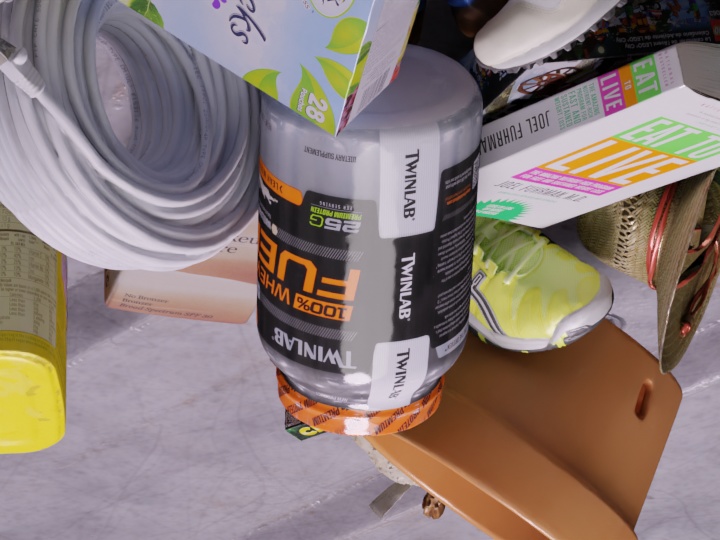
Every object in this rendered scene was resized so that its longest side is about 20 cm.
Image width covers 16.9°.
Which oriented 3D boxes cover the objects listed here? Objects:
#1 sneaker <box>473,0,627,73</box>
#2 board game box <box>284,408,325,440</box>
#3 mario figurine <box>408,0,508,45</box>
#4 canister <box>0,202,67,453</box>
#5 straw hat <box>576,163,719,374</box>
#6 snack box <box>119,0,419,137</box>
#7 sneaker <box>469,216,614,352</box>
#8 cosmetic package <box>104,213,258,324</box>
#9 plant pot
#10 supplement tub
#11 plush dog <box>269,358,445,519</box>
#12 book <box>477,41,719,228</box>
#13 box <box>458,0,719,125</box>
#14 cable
[{"bbox_3d":[0.125,-0.189,1.255,0.200,0.070,0.093,-37,98,15],"label":"sneaker"},{"bbox_3d":[0.000,0.000,1.497,0.105,0.200,0.023,-19,144,27],"label":"board game box"},{"bbox_3d":[0.018,-0.164,1.292,0.123,0.106,0.200,-44,154,-1],"label":"mario figurine"},{"bbox_3d":[-0.218,-0.007,1.465,0.086,0.201,0.149,-1,151,-4],"label":"canister"},{"bbox_3d":[0.183,-0.034,1.518,0.085,0.201,0.201,20,155,15],"label":"straw hat"},{"bbox_3d":[-0.044,-0.188,1.175,0.168,0.068,0.200,33,142,12],"label":"snack box"},{"bbox_3d":[0.072,-0.012,1.524,0.200,0.075,0.077,25,152,39],"label":"sneaker"},{"bbox_3d":[-0.090,-0.052,1.511,0.103,0.087,0.200,8,149,-15],"label":"cosmetic package"},{"bbox_3d":[0.117,0.100,1.576,0.200,0.140,0.200,35,170,7],"label":"plant pot"},{"bbox_3d":[0.003,-0.016,1.345,0.122,0.123,0.201,0,118,-4],"label":"supplement tub"},{"bbox_3d":[0.016,0.068,1.704,0.200,0.161,0.172,-26,120,36],"label":"plush dog"},{"bbox_3d":[0.138,-0.077,1.390,0.200,0.048,0.133,-22,162,39],"label":"book"},{"bbox_3d":[0.113,-0.103,1.421,0.136,0.038,0.200,-7,164,-24],"label":"box"},{"bbox_3d":[-0.131,-0.095,1.311,0.069,0.200,0.200,-14,111,34],"label":"cable"}]
